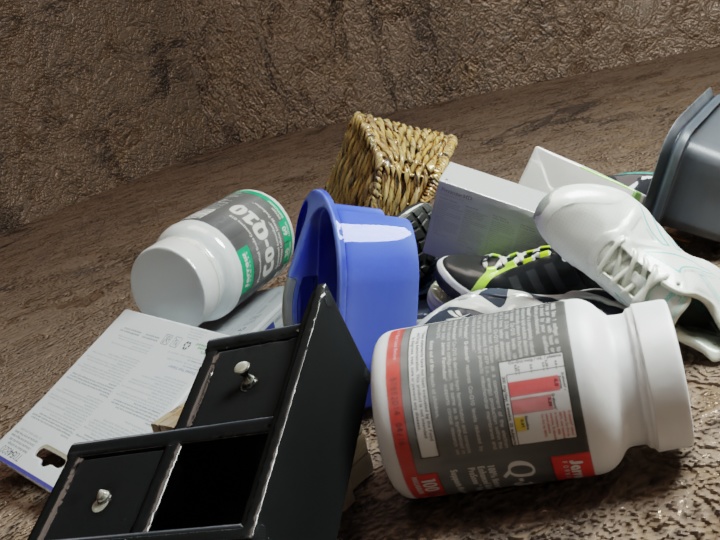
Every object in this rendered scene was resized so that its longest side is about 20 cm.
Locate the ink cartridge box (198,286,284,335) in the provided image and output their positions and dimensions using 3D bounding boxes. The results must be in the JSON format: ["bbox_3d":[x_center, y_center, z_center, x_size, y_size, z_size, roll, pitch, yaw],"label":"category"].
[{"bbox_3d":[-0.175,0.079,1.023,0.196,0.041,0.200,-10,15,21],"label":"ink cartridge box"}]

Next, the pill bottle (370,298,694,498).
[{"bbox_3d":[0.113,0.083,0.603,0.196,0.118,0.116,-11,15,15],"label":"pill bottle"}]

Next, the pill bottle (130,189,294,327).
[{"bbox_3d":[-0.162,-0.012,1.002,0.111,0.115,0.200,-8,17,25],"label":"pill bottle"}]

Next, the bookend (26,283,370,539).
[{"bbox_3d":[-0.110,0.124,0.591,0.195,0.093,0.202,-10,37,22],"label":"bookend"}]

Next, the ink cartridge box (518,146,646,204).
[{"bbox_3d":[0.251,-0.073,0.978,0.116,0.068,0.199,28,12,23],"label":"ink cartridge box"}]

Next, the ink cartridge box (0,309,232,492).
[{"bbox_3d":[-0.229,0.130,0.841,0.197,0.041,0.201,8,48,45],"label":"ink cartridge box"}]

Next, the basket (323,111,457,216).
[{"bbox_3d":[0.040,-0.058,1.041,0.146,0.203,0.144,9,32,-26],"label":"basket"}]

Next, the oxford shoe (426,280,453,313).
[{"bbox_3d":[0.148,0.026,0.893,0.196,0.059,0.075,-14,38,-27],"label":"oxford shoe"}]

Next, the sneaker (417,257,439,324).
[{"bbox_3d":[0.079,0.003,0.987,0.073,0.086,0.200,-8,17,22],"label":"sneaker"}]

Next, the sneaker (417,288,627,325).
[{"bbox_3d":[0.127,0.065,0.724,0.194,0.081,0.130,-1,9,13],"label":"sneaker"}]

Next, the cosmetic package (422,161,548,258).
[{"bbox_3d":[0.164,-0.031,0.855,0.196,0.084,0.051,20,36,11],"label":"cosmetic package"}]

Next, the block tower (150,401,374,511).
[{"bbox_3d":[-0.078,0.140,0.708,0.197,0.055,0.057,-1,21,41],"label":"block tower"}]

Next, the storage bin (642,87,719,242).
[{"bbox_3d":[0.396,-0.091,0.956,0.133,0.148,0.199,25,33,24],"label":"storage bin"}]

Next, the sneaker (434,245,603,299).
[{"bbox_3d":[0.167,-0.002,0.805,0.195,0.084,0.072,12,27,7],"label":"sneaker"}]

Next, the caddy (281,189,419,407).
[{"bbox_3d":[-0.020,0.031,0.793,0.103,0.205,0.141,-2,11,-21],"label":"caddy"}]

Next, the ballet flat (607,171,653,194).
[{"bbox_3d":[0.296,-0.080,1.131,0.196,0.075,0.073,1,21,30],"label":"ballet flat"}]

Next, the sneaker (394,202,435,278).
[{"bbox_3d":[0.000,0.000,0.936,0.201,0.076,0.087,-50,39,-14],"label":"sneaker"}]

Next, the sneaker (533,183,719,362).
[{"bbox_3d":[0.227,0.000,0.712,0.071,0.198,0.081,-56,8,28],"label":"sneaker"}]
